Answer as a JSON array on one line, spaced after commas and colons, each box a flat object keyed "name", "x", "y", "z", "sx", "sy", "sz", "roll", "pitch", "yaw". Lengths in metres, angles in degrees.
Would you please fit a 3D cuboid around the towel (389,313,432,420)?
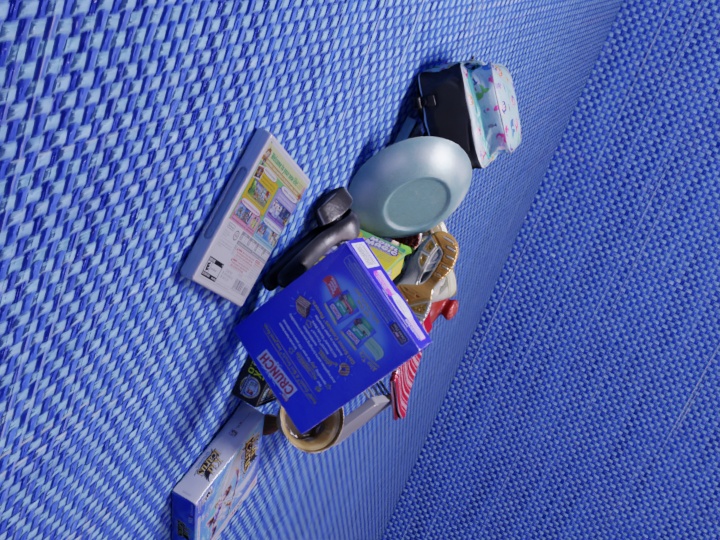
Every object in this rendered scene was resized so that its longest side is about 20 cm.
[{"name": "towel", "x": 0.087, "y": 0.138, "z": 1.918, "sx": 0.145, "sy": 0.022, "sz": 0.201, "roll": 82, "pitch": 23, "yaw": -54}]

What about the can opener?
[{"name": "can opener", "x": -0.068, "y": -0.034, "z": 1.540, "sx": 0.063, "sy": 0.079, "sz": 0.200, "roll": -22, "pitch": -160, "yaw": 50}]

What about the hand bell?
[{"name": "hand bell", "x": -0.117, "y": 0.229, "z": 1.696, "sx": 0.104, "sy": 0.104, "sz": 0.200, "roll": -56, "pitch": -163, "yaw": -28}]

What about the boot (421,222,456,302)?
[{"name": "boot", "x": 0.087, "y": -0.022, "z": 2.065, "sx": 0.154, "sy": 0.072, "sz": 0.201, "roll": -21, "pitch": 105, "yaw": -25}]

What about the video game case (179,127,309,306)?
[{"name": "video game case", "x": -0.130, "y": -0.056, "z": 1.314, "sx": 0.183, "sy": 0.022, "sz": 0.200, "roll": -62, "pitch": 166, "yaw": -5}]

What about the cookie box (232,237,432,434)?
[{"name": "cookie box", "x": -0.038, "y": 0.084, "z": 1.461, "sx": 0.200, "sy": 0.171, "sz": 0.075, "roll": -36, "pitch": 172, "yaw": 18}]

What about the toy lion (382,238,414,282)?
[{"name": "toy lion", "x": 0.039, "y": 0.044, "z": 1.918, "sx": 0.192, "sy": 0.069, "sz": 0.200, "roll": -50, "pitch": -156, "yaw": 10}]

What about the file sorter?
[{"name": "file sorter", "x": -0.042, "y": 0.208, "z": 1.872, "sx": 0.139, "sy": 0.125, "sz": 0.200, "roll": -36, "pitch": 169, "yaw": 7}]

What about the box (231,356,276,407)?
[{"name": "box", "x": -0.106, "y": 0.113, "z": 1.680, "sx": 0.161, "sy": 0.044, "sz": 0.200, "roll": -64, "pitch": 167, "yaw": 8}]

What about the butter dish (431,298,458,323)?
[{"name": "butter dish", "x": 0.122, "y": 0.049, "z": 2.205, "sx": 0.201, "sy": 0.147, "sz": 0.199, "roll": -64, "pitch": 168, "yaw": 5}]

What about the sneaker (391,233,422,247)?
[{"name": "sneaker", "x": 0.080, "y": -0.111, "z": 1.797, "sx": 0.082, "sy": 0.078, "sz": 0.200, "roll": -55, "pitch": 164, "yaw": -33}]

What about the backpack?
[{"name": "backpack", "x": 0.173, "y": -0.248, "z": 1.783, "sx": 0.200, "sy": 0.150, "sz": 0.178, "roll": -41, "pitch": 119, "yaw": -75}]

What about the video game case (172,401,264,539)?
[{"name": "video game case", "x": -0.212, "y": 0.322, "z": 1.683, "sx": 0.181, "sy": 0.045, "sz": 0.200, "roll": -54, "pitch": 164, "yaw": -38}]

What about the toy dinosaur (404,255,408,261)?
[{"name": "toy dinosaur", "x": 0.000, "y": 0.000, "z": 1.827, "sx": 0.136, "sy": 0.102, "sz": 0.200, "roll": -49, "pitch": -163, "yaw": 5}]

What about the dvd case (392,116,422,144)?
[{"name": "dvd case", "x": 0.066, "y": -0.160, "z": 1.859, "sx": 0.146, "sy": 0.022, "sz": 0.200, "roll": -62, "pitch": 165, "yaw": -4}]

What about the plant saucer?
[{"name": "plant saucer", "x": 0.079, "y": -0.111, "z": 1.686, "sx": 0.200, "sy": 0.039, "sz": 0.201, "roll": -12, "pitch": 138, "yaw": -11}]

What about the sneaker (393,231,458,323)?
[{"name": "sneaker", "x": 0.083, "y": 0.030, "z": 1.745, "sx": 0.200, "sy": 0.076, "sz": 0.088, "roll": -51, "pitch": -176, "yaw": -3}]

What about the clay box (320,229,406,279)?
[{"name": "clay box", "x": -0.015, "y": -0.007, "z": 1.643, "sx": 0.200, "sy": 0.115, "sz": 0.048, "roll": -46, "pitch": 156, "yaw": -53}]
